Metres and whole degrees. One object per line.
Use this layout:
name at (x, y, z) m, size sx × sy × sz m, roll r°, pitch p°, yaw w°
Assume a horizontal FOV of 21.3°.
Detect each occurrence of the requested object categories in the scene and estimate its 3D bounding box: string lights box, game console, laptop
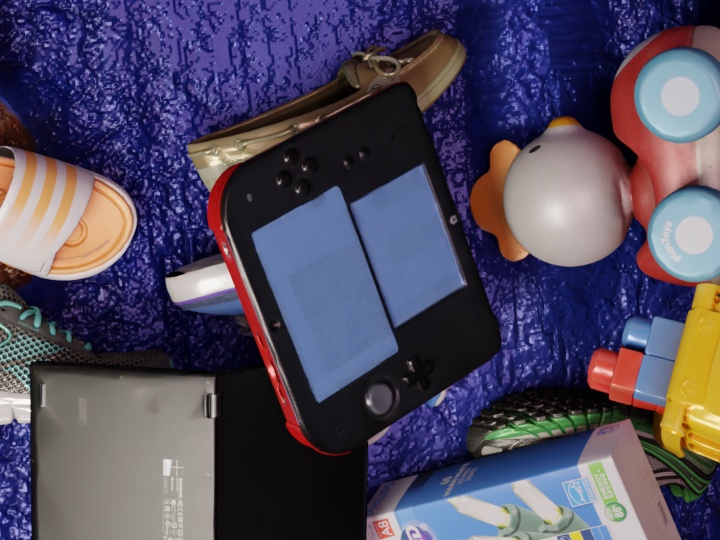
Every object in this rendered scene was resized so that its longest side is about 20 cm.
string lights box at (0.109, 0.181, 1.317) m, size 0.199 × 0.059 × 0.103 m, roll -18°, pitch 105°, yaw 27°
game console at (0.000, 0.000, 1.237) m, size 0.176 × 0.031 × 0.201 m, roll -28°, pitch 107°, yaw -28°
laptop at (-0.105, 0.149, 1.262) m, size 0.198 × 0.116 × 0.189 m, roll 3°, pitch 97°, yaw 13°

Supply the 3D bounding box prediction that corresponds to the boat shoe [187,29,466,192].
boat shoe at (-0.021, -0.111, 1.295) m, size 0.200 × 0.073 × 0.063 m, roll -32°, pitch 108°, yaw -1°

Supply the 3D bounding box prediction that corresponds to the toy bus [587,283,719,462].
toy bus at (0.251, 0.085, 1.293) m, size 0.190 × 0.200 × 0.137 m, roll 13°, pitch 78°, yaw 13°

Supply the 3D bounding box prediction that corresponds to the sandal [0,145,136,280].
sandal at (-0.246, -0.046, 1.251) m, size 0.205 × 0.059 × 0.080 m, roll 19°, pitch 93°, yaw -16°

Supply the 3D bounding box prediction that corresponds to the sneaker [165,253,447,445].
sneaker at (-0.027, 0.054, 1.308) m, size 0.198 × 0.081 × 0.148 m, roll -9°, pitch 95°, yaw -18°

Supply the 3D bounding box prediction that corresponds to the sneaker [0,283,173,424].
sneaker at (-0.222, 0.054, 1.265) m, size 0.198 × 0.078 × 0.092 m, roll -2°, pitch 94°, yaw -15°

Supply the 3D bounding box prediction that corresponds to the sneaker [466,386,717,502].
sneaker at (0.171, 0.132, 1.371) m, size 0.198 × 0.078 × 0.086 m, roll 5°, pitch 97°, yaw -15°

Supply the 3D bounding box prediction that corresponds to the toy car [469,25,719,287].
toy car at (0.168, -0.072, 1.322) m, size 0.198 × 0.184 × 0.179 m, roll -5°, pitch 96°, yaw 17°
